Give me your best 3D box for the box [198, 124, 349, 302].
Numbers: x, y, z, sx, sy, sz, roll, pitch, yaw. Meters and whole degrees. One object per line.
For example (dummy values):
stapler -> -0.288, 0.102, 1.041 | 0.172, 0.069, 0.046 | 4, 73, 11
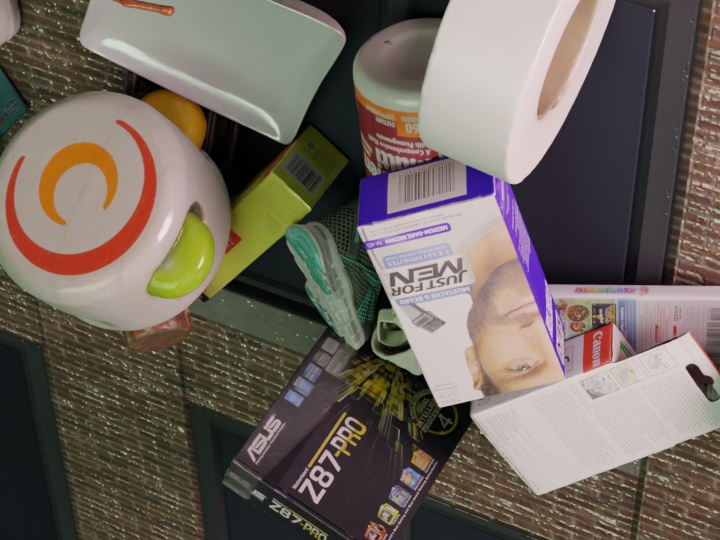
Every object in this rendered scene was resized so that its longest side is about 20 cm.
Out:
box -> -0.092, -0.047, 1.651 | 0.050, 0.075, 0.200 | 43, 141, -8

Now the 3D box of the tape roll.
tape roll -> 0.113, -0.163, 1.292 | 0.071, 0.203, 0.203 | 24, 139, 13

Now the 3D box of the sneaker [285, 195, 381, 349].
sneaker -> 0.000, 0.000, 1.633 | 0.078, 0.091, 0.200 | 51, 170, 22

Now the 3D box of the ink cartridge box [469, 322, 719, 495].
ink cartridge box -> 0.201, 0.103, 1.527 | 0.200, 0.050, 0.109 | -24, 124, 26

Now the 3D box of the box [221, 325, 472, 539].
box -> -0.006, 0.156, 1.690 | 0.161, 0.200, 0.049 | 33, 142, 5

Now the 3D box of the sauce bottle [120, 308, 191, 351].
sauce bottle -> -0.203, -0.028, 1.685 | 0.066, 0.066, 0.201 | -35, 64, 49

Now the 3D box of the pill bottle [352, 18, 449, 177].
pill bottle -> 0.057, -0.088, 1.476 | 0.109, 0.110, 0.200 | 14, 135, 24

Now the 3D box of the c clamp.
c clamp -> -0.175, -0.168, 1.636 | 0.170, 0.027, 0.200 | 19, 136, 12

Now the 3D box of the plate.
plate -> -0.119, -0.194, 1.507 | 0.199, 0.032, 0.200 | 25, 155, -5

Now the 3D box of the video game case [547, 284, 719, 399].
video game case -> 0.208, 0.069, 1.540 | 0.199, 0.018, 0.144 | 0, 132, 8

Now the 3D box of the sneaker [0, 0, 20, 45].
sneaker -> -0.345, -0.265, 1.613 | 0.073, 0.085, 0.200 | 15, 134, 26

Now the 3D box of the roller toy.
roller toy -> -0.208, -0.049, 1.585 | 0.182, 0.201, 0.140 | -18, 161, 13

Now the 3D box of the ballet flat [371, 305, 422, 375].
ballet flat -> 0.050, 0.042, 1.607 | 0.069, 0.070, 0.200 | 35, 157, 1

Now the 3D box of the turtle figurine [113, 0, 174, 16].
turtle figurine -> -0.112, -0.284, 1.371 | 0.199, 0.064, 0.162 | -15, 117, 13

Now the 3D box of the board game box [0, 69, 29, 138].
board game box -> -0.408, -0.178, 1.689 | 0.047, 0.151, 0.200 | -9, 122, 41

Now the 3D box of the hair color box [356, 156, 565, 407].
hair color box -> 0.080, 0.008, 1.446 | 0.109, 0.065, 0.200 | -13, 131, 15
